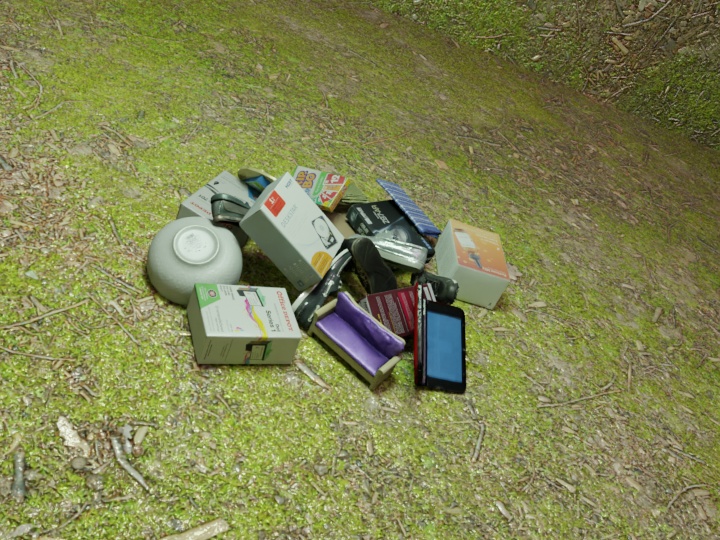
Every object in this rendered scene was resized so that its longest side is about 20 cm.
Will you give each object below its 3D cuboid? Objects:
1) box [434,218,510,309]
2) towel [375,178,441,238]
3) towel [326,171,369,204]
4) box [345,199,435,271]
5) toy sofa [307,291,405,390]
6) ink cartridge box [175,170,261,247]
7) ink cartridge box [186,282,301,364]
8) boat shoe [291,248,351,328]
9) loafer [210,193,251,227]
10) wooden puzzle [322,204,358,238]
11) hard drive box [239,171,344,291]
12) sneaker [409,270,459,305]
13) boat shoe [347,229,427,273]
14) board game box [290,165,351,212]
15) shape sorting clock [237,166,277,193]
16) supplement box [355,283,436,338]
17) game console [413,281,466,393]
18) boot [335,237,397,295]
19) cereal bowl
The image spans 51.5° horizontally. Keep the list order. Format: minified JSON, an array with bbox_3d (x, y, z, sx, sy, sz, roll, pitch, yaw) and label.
[{"bbox_3d":[0.289,-0.018,1.951,0.150,0.107,0.201,16,36,-14],"label":"box"},{"bbox_3d":[0.129,-0.164,2.009,0.201,0.024,0.144,50,18,19],"label":"towel"},{"bbox_3d":[-0.079,-0.220,1.995,0.147,0.037,0.200,1,26,-32],"label":"towel"},{"bbox_3d":[0.077,-0.093,1.920,0.159,0.044,0.201,-10,54,-41],"label":"box"},{"bbox_3d":[-0.008,0.144,1.573,0.199,0.098,0.083,40,39,18],"label":"toy sofa"},{"bbox_3d":[-0.316,-0.128,1.732,0.145,0.086,0.200,31,34,4],"label":"ink cartridge box"},{"bbox_3d":[-0.233,0.107,1.491,0.197,0.085,0.146,4,41,-29],"label":"ink cartridge box"},{"bbox_3d":[-0.076,0.040,1.639,0.060,0.076,0.201,39,74,4],"label":"boat shoe"},{"bbox_3d":[-0.246,-0.103,1.627,0.199,0.071,0.064,24,58,-43],"label":"loafer"},{"bbox_3d":[-0.059,-0.099,1.904,0.183,0.037,0.202,4,46,-29],"label":"wooden puzzle"},{"bbox_3d":[-0.145,-0.084,1.612,0.200,0.076,0.157,48,39,-19],"label":"hard drive box"},{"bbox_3d":[0.168,0.039,1.783,0.089,0.067,0.200,16,3,-15],"label":"sneaker"},{"bbox_3d":[0.066,-0.057,1.793,0.198,0.070,0.072,20,76,11],"label":"boat shoe"},{"bbox_3d":[-0.125,-0.211,1.900,0.198,0.030,0.096,17,66,39],"label":"board game box"},{"bbox_3d":[-0.209,-0.187,1.804,0.198,0.200,0.039,32,78,8],"label":"shape sorting clock"},{"bbox_3d":[0.087,0.101,1.685,0.198,0.061,0.110,-8,76,-39],"label":"supplement box"},{"bbox_3d":[0.174,0.145,1.613,0.117,0.173,0.203,0,65,5],"label":"game console"},{"bbox_3d":[0.000,0.000,1.753,0.073,0.201,0.150,-43,31,-21],"label":"boot"},{"bbox_3d":[-0.341,-0.031,1.545,0.197,0.084,0.203,7,59,-11],"label":"cereal bowl"}]
